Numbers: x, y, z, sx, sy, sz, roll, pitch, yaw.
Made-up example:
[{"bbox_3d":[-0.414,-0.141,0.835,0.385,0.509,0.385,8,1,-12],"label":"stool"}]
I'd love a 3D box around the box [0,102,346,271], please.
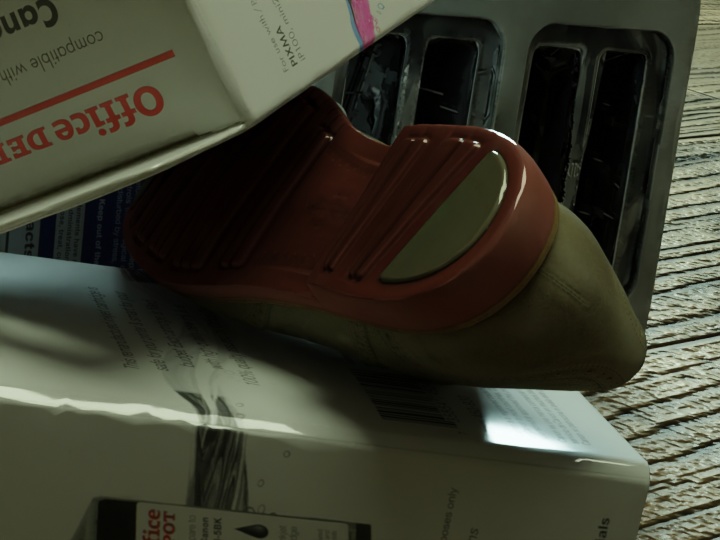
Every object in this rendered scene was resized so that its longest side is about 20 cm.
[{"bbox_3d":[-0.099,-0.001,0.868,0.200,0.122,0.032,3,6,-33],"label":"box"}]

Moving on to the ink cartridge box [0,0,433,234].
[{"bbox_3d":[-0.058,-0.071,0.772,0.116,0.068,0.200,-19,12,34],"label":"ink cartridge box"}]

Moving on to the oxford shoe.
[{"bbox_3d":[0.000,0.000,0.764,0.075,0.071,0.200,42,-11,-29],"label":"oxford shoe"}]

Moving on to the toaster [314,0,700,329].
[{"bbox_3d":[0.015,-0.052,1.009,0.180,0.201,0.119,1,13,-39],"label":"toaster"}]

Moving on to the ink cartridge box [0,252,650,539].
[{"bbox_3d":[-0.042,0.057,0.766,0.199,0.083,0.147,8,13,-14],"label":"ink cartridge box"}]
